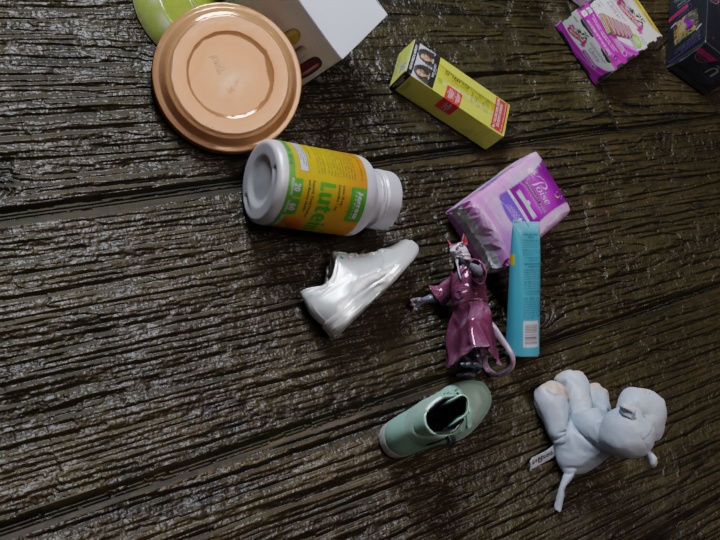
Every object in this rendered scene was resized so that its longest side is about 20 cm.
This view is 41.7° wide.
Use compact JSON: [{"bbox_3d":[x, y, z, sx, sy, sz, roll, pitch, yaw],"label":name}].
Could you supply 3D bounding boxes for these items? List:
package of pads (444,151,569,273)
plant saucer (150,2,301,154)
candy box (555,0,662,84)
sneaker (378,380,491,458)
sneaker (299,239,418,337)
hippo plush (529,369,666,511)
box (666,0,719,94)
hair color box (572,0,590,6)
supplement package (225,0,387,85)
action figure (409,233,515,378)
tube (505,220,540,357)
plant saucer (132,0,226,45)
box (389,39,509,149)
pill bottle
[{"bbox_3d":[0.233,-0.090,1.475,0.200,0.076,0.121,-35,96,-38],"label":"package of pads"},{"bbox_3d":[-0.174,-0.255,1.246,0.199,0.032,0.201,1,86,-18],"label":"plant saucer"},{"bbox_3d":[0.477,-0.457,1.804,0.200,0.061,0.137,-37,93,-39],"label":"candy box"},{"bbox_3d":[0.132,0.190,1.262,0.200,0.118,0.074,-20,81,-39],"label":"sneaker"},{"bbox_3d":[0.000,0.000,1.286,0.089,0.075,0.200,46,53,5],"label":"sneaker"},{"bbox_3d":[0.348,0.217,1.372,0.200,0.161,0.160,-34,92,-39],"label":"hippo plush"},{"bbox_3d":[0.715,-0.489,1.951,0.122,0.106,0.201,26,59,-23],"label":"box"},{"bbox_3d":[0.385,-0.595,1.767,0.200,0.109,0.065,30,57,-21],"label":"hair color box"},{"bbox_3d":[-0.085,-0.387,1.329,0.200,0.111,0.156,52,44,-16],"label":"supplement package"},{"bbox_3d":[0.161,0.043,1.334,0.148,0.134,0.201,9,69,-32],"label":"action figure"},{"bbox_3d":[0.244,0.027,1.404,0.077,0.050,0.201,-2,95,-57],"label":"tube"},{"bbox_3d":[-0.216,-0.369,1.311,0.199,0.031,0.201,13,64,-29],"label":"plant saucer"},{"bbox_3d":[0.144,-0.279,1.508,0.200,0.050,0.075,31,56,-21],"label":"box"},{"bbox_3d":[-0.047,-0.106,1.266,0.199,0.111,0.112,6,68,-33],"label":"pill bottle"}]
